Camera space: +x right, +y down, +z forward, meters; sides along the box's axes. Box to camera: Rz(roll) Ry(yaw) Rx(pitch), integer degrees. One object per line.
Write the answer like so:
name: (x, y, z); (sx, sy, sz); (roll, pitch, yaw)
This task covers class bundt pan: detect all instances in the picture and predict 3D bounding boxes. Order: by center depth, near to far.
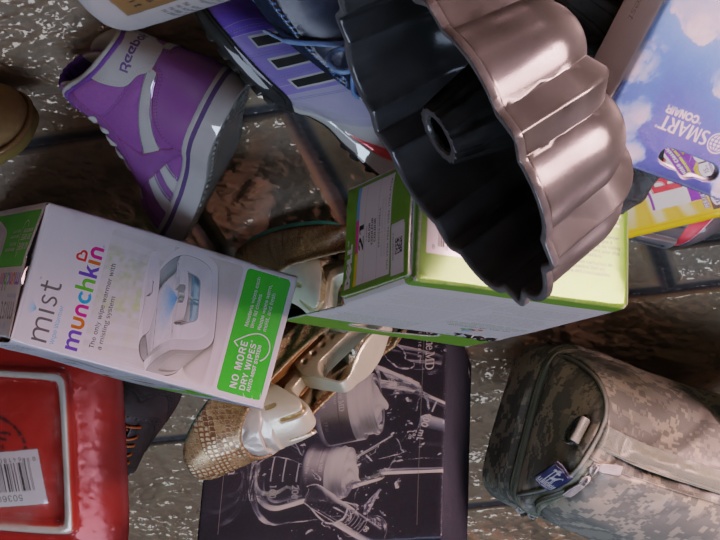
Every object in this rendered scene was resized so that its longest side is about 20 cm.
bundt pan: (0.071, -0.086, 1.005); (0.076, 0.202, 0.202); (-29, 151, -14)

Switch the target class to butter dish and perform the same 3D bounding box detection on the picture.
butter dish: (-0.262, 0.113, 1.501); (0.199, 0.148, 0.201); (2, 105, 9)

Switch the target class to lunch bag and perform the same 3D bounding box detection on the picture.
lunch bag: (0.208, 0.141, 1.444); (0.199, 0.140, 0.168); (20, 174, -20)

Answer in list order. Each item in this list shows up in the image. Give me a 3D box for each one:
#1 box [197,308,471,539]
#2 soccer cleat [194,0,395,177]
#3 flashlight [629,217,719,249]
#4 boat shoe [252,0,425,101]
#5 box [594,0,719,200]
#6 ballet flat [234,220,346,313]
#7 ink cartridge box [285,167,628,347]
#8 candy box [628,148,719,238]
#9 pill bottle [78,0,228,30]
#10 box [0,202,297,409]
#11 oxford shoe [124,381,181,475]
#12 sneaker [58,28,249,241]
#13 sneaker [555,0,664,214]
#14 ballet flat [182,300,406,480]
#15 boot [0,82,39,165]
box: (-0.015, 0.134, 1.445); (0.181, 0.201, 0.104); (-4, 147, 11)
soccer cleat: (-0.013, -0.121, 1.180); (0.200, 0.068, 0.073); (34, 108, -29)
flashlight: (0.270, -0.032, 1.282); (0.199, 0.068, 0.068); (13, 163, -16)
boat shoe: (0.022, -0.130, 1.115); (0.200, 0.069, 0.084); (30, 101, -27)
box: (0.208, -0.141, 1.038); (0.121, 0.048, 0.201); (18, 111, -23)
ballet flat: (0.000, 0.000, 1.350); (0.199, 0.073, 0.068); (-9, 147, 19)
ink cartridge box: (0.053, -0.006, 1.215); (0.147, 0.076, 0.200); (8, 168, -25)
candy box: (0.159, -0.106, 1.158); (0.102, 0.026, 0.200); (-12, 127, 26)
pill bottle: (-0.055, -0.202, 0.991); (0.199, 0.115, 0.114); (-14, 144, 25)
box: (-0.163, 0.026, 1.308); (0.176, 0.097, 0.200); (17, 174, -19)
oxford shoe: (-0.185, 0.124, 1.564); (0.071, 0.073, 0.200); (13, 146, -14)
sneaker: (-0.137, -0.093, 1.235); (0.114, 0.073, 0.201); (26, 152, 1)
sneaker: (0.113, -0.124, 1.094); (0.199, 0.060, 0.104); (34, 124, -21)
ballet flat: (-0.041, 0.079, 1.378); (0.065, 0.200, 0.071); (28, 159, 46)
boot: (-0.304, -0.137, 1.166); (0.174, 0.066, 0.200); (-3, 146, 9)
